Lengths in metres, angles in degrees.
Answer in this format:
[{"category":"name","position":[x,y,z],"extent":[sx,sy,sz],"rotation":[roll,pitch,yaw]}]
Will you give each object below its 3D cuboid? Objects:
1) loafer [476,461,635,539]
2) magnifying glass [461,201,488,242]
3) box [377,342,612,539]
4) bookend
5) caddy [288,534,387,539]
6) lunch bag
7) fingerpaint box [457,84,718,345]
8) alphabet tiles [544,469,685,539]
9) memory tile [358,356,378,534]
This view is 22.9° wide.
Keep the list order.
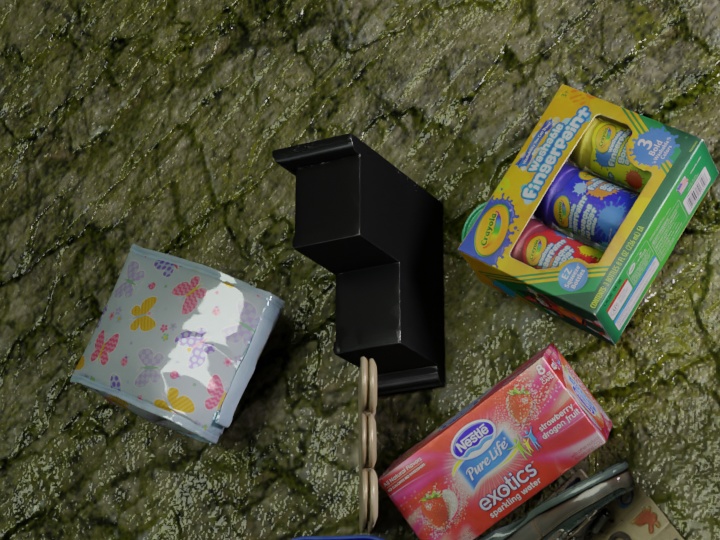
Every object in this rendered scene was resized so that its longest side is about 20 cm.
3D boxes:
[{"category":"loafer","position":[0.175,0.245,1.630],"extent":[0.199,0.072,0.063],"rotation":[-34,78,24]},{"category":"magnifying glass","position":[0.182,-0.012,1.746],"extent":[0.199,0.022,0.080],"rotation":[28,86,34]},{"category":"box","position":[0.126,0.169,1.648],"extent":[0.199,0.095,0.100],"rotation":[-38,87,13]},{"category":"bookend","position":[0.000,0.000,1.742],"extent":[0.091,0.198,0.202],"rotation":[-10,68,26]},{"category":"caddy","position":[-0.019,0.327,1.686],"extent":[0.198,0.105,0.143],"rotation":[-7,68,28]},{"category":"lunch bag","position":[-0.180,0.084,1.863],"extent":[0.199,0.127,0.171],"rotation":[14,77,43]},{"category":"fingerpaint box","position":[0.217,-0.057,1.694],"extent":[0.166,0.073,0.201],"rotation":[27,78,34]},{"category":"alphabet tiles","position":[0.224,0.286,1.620],"extent":[0.166,0.006,0.200],"rotation":[-45,56,9]},{"category":"memory tile","position":[0.007,0.169,1.677],"extent":[0.017,0.200,0.155],"rotation":[0,79,-1]}]
